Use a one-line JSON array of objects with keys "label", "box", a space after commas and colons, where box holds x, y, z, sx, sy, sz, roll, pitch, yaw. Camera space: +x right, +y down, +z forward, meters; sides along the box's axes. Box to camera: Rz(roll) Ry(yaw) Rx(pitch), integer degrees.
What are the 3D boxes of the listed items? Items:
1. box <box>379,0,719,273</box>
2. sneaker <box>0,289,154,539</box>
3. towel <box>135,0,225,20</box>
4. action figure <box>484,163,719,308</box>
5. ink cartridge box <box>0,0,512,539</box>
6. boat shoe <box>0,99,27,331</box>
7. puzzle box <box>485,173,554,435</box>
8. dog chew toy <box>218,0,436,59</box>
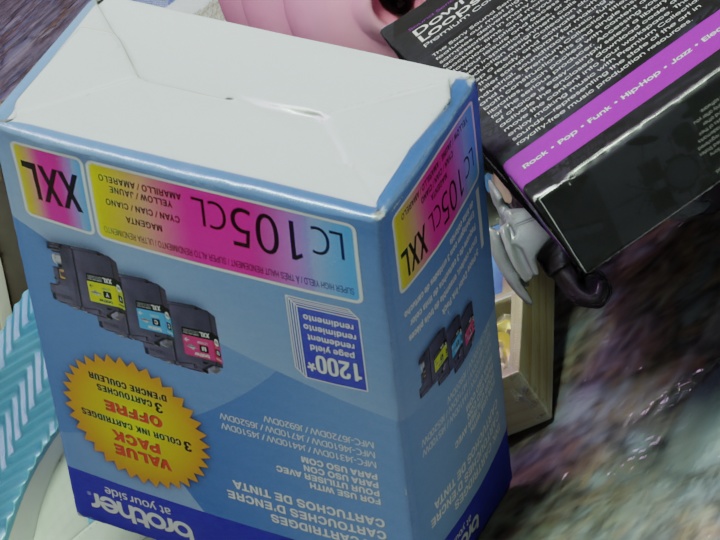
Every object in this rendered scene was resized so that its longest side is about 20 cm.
[{"label": "box", "box": [0.093, -0.082, 0.842, 0.143, 0.036, 0.200, -35, 25, 1]}, {"label": "sneaker", "box": [-0.097, 0.070, 0.955, 0.076, 0.081, 0.201, 28, 93, 53]}, {"label": "towel", "box": [-0.074, -0.077, 1.191, 0.147, 0.024, 0.201, -30, 46, 40]}, {"label": "action figure", "box": [0.106, -0.034, 0.870, 0.130, 0.070, 0.199, -39, 18, -33]}, {"label": "ink cartridge box", "box": [-0.028, 0.025, 0.832, 0.136, 0.201, 0.076, 14, 46, 24]}, {"label": "boat shoe", "box": [-0.157, 0.017, 1.202, 0.059, 0.201, 0.072, -30, 35, -31]}, {"label": "puzzle box", "box": [0.010, 0.006, 0.985, 0.132, 0.025, 0.201, -24, 32, 21]}, {"label": "dog chew toy", "box": [0.004, -0.119, 1.027, 0.124, 0.125, 0.200, -40, 13, 4]}]
